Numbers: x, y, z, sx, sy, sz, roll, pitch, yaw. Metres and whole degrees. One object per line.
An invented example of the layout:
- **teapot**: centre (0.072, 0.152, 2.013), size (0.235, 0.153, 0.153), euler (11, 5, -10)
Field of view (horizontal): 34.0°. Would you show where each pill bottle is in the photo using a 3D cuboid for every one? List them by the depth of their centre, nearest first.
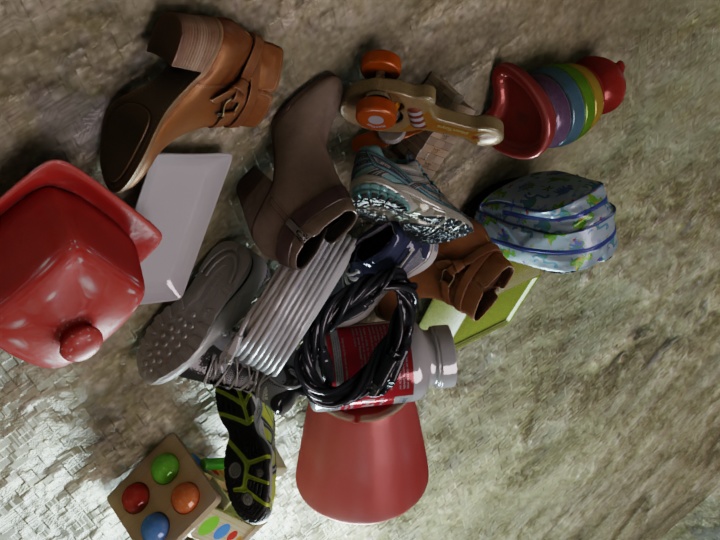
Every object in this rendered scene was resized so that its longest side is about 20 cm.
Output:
- **pill bottle**: centre (0.026, 0.125, 1.589), size (0.197, 0.113, 0.113), euler (-6, 137, -7)

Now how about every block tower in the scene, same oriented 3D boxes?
- **block tower**: centre (0.064, -0.142, 1.464), size (0.058, 0.054, 0.201), euler (10, 119, -52)

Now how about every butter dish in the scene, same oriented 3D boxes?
- **butter dish**: centre (-0.296, 0.025, 1.156), size (0.199, 0.148, 0.200), euler (-37, 147, 6)

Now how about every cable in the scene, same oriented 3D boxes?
- **cable**: centre (-0.078, 0.028, 1.392), size (0.201, 0.069, 0.200), euler (-55, -176, 24)
- **cable**: centre (-0.002, 0.077, 1.464), size (0.162, 0.051, 0.202), euler (7, 114, -37)

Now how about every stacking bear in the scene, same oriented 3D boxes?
- **stacking bear**: centre (0.272, -0.228, 1.555), size (0.199, 0.114, 0.122), euler (-25, 142, -34)

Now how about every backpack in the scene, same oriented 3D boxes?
- **backpack**: centre (0.260, -0.067, 1.622), size (0.162, 0.200, 0.155), euler (-20, 130, -31)

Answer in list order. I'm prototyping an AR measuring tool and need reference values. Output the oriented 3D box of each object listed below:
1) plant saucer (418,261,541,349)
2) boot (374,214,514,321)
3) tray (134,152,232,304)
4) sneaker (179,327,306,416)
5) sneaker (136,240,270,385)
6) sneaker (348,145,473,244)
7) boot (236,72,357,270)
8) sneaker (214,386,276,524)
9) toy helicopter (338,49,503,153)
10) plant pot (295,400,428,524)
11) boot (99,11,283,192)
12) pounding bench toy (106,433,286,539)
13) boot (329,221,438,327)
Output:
- **plant saucer**: centre (0.182, 0.050, 1.756), size (0.199, 0.048, 0.200), euler (-24, 155, -29)
- **boot**: centre (0.110, 0.023, 1.595), size (0.073, 0.155, 0.201), euler (4, 124, -49)
- **tray**: centre (-0.216, -0.048, 1.293), size (0.107, 0.022, 0.201), euler (-5, 130, -43)
- **sneaker**: centre (-0.141, 0.128, 1.451), size (0.198, 0.116, 0.076), euler (5, 120, -34)
- **sneaker**: centre (-0.183, 0.061, 1.397), size (0.200, 0.076, 0.080), euler (-48, 154, 1)
- **sneaker**: centre (0.067, -0.093, 1.405), size (0.077, 0.087, 0.199), euler (-18, 152, 38)
- **boot**: centre (-0.051, -0.102, 1.299), size (0.201, 0.146, 0.070), euler (-52, 144, 11)
- **sneaker**: centre (-0.133, 0.227, 1.526), size (0.075, 0.202, 0.076), euler (-17, 158, 26)
- **toy helicopter**: centre (0.070, -0.173, 1.368), size (0.198, 0.080, 0.132), euler (12, 155, -14)
- **plant pot**: centre (0.002, 0.233, 1.689), size (0.199, 0.200, 0.179), euler (-24, 133, -28)
- **boot**: centre (-0.169, -0.162, 1.190), size (0.155, 0.076, 0.202), euler (3, 116, -52)
- **pounding bench toy**: centre (-0.208, 0.290, 1.566), size (0.200, 0.124, 0.156), euler (-45, 146, -1)
- **boot**: centre (0.000, 0.000, 1.505), size (0.200, 0.073, 0.090), euler (-39, 146, 27)
